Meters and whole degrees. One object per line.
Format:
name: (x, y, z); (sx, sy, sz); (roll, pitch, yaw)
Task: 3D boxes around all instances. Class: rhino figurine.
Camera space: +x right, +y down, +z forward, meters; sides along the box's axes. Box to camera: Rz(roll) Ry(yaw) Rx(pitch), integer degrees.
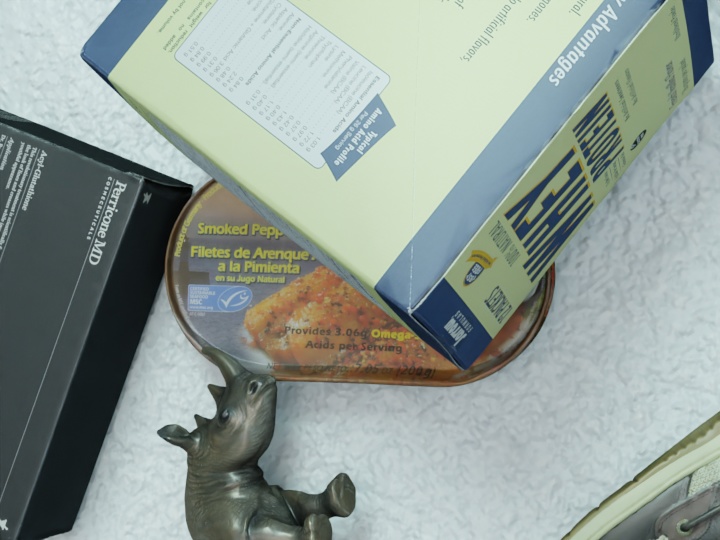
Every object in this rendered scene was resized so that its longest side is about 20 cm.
rhino figurine: (-0.047, 0.133, 0.931); (0.087, 0.060, 0.200); (-19, 91, 30)

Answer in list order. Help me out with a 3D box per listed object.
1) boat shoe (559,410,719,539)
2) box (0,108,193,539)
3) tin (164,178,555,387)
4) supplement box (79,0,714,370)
boat shoe: (0.168, 0.111, 0.876); (0.201, 0.072, 0.066); (-40, 75, 7)
box: (-0.192, 0.023, 0.969); (0.141, 0.079, 0.200); (22, 95, 17)
tin: (0.000, 0.000, 0.939); (0.199, 0.042, 0.112); (2, 95, 15)
supplement box: (0.023, -0.098, 0.854); (0.200, 0.134, 0.200); (38, 88, 18)
